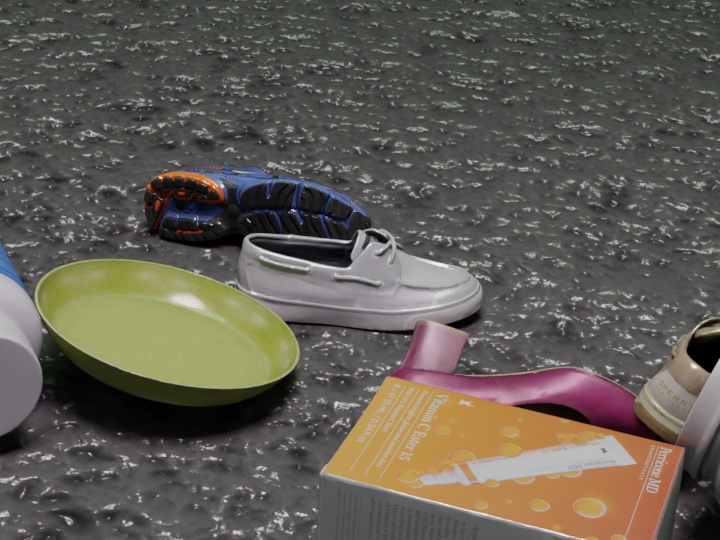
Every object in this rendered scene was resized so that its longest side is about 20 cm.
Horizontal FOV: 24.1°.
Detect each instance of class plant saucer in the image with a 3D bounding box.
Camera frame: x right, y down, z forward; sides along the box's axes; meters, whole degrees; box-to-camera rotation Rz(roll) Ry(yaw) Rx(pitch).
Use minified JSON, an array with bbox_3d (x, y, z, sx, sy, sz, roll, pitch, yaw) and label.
[{"bbox_3d":[-0.144,0.049,1.244,0.199,0.031,0.200,14,22,-6],"label":"plant saucer"}]

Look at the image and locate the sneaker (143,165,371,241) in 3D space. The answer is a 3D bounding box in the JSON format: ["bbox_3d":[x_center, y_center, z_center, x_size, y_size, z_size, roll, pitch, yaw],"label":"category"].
[{"bbox_3d":[-0.083,-0.059,1.454,0.199,0.076,0.078,13,25,14],"label":"sneaker"}]

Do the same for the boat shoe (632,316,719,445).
[{"bbox_3d":[0.256,0.070,1.214,0.072,0.065,0.200,37,24,18],"label":"boat shoe"}]

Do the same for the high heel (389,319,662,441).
[{"bbox_3d":[0.113,0.111,1.198,0.199,0.068,0.097,18,67,9],"label":"high heel"}]

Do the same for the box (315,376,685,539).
[{"bbox_3d":[0.085,0.155,1.034,0.199,0.098,0.124,12,28,15],"label":"box"}]

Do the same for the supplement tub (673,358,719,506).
[{"bbox_3d":[0.310,0.117,1.048,0.199,0.145,0.145,30,35,17],"label":"supplement tub"}]

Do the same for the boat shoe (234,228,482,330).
[{"bbox_3d":[0.000,0.000,1.352,0.199,0.069,0.072,5,27,3],"label":"boat shoe"}]

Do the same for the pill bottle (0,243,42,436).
[{"bbox_3d":[-0.290,0.034,1.201,0.112,0.113,0.200,-9,29,-23],"label":"pill bottle"}]
